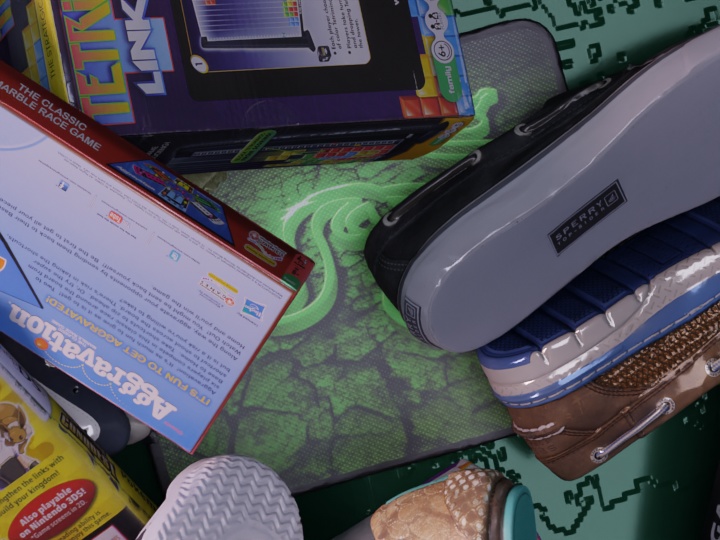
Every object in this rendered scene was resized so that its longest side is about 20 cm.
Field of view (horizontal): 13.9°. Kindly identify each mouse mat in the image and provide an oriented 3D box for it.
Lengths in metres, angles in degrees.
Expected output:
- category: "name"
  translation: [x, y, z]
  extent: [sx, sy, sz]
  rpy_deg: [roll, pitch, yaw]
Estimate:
- category: "mouse mat"
  translation: [0.000, 0.000, 1.167]
  extent: [0.199, 0.008, 0.162]
  rpy_deg: [-15, 95, -8]

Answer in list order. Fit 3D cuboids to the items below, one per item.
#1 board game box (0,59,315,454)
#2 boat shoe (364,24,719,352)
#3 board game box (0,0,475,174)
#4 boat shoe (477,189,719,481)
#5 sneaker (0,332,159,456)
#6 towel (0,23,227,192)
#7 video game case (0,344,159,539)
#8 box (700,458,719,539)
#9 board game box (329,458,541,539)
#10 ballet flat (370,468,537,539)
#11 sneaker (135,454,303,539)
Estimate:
- category: "board game box"
  translation: [-0.121, -0.022, 1.015]
  extent: [0.199, 0.103, 0.019]
  rpy_deg: [33, 45, -2]
- category: "boat shoe"
  translation: [0.089, -0.045, 1.144]
  extent: [0.199, 0.057, 0.069]
  rpy_deg: [-34, 135, -13]
- category: "board game box"
  translation: [-0.057, -0.137, 1.076]
  extent: [0.164, 0.057, 0.201]
  rpy_deg: [-4, 76, -28]
- category: "boat shoe"
  translation: [0.143, 0.013, 1.161]
  extent: [0.199, 0.072, 0.073]
  rpy_deg: [-28, 111, -6]
- category: "sneaker"
  translation: [-0.130, 0.019, 1.118]
  extent: [0.129, 0.079, 0.201]
  rpy_deg: [17, 81, -18]
- category: "towel"
  translation: [-0.093, -0.091, 1.095]
  extent: [0.148, 0.036, 0.200]
  rpy_deg: [46, 58, -9]
- category: "video game case"
  translation: [-0.173, 0.126, 1.085]
  extent: [0.199, 0.026, 0.181]
  rpy_deg: [-36, 123, 7]
- category: "box"
  translation: [0.224, 0.045, 1.138]
  extent: [0.158, 0.046, 0.201]
  rpy_deg: [4, 105, -25]
- category: "board game box"
  translation: [0.056, 0.188, 1.134]
  extent: [0.103, 0.105, 0.201]
  rpy_deg: [-30, 97, -6]
- category: "ballet flat"
  translation: [0.036, 0.171, 1.054]
  extent: [0.065, 0.070, 0.202]
  rpy_deg: [-4, 90, 18]
- category: "sneaker"
  translation: [-0.095, 0.159, 1.070]
  extent: [0.075, 0.115, 0.201]
  rpy_deg: [28, 75, -29]
